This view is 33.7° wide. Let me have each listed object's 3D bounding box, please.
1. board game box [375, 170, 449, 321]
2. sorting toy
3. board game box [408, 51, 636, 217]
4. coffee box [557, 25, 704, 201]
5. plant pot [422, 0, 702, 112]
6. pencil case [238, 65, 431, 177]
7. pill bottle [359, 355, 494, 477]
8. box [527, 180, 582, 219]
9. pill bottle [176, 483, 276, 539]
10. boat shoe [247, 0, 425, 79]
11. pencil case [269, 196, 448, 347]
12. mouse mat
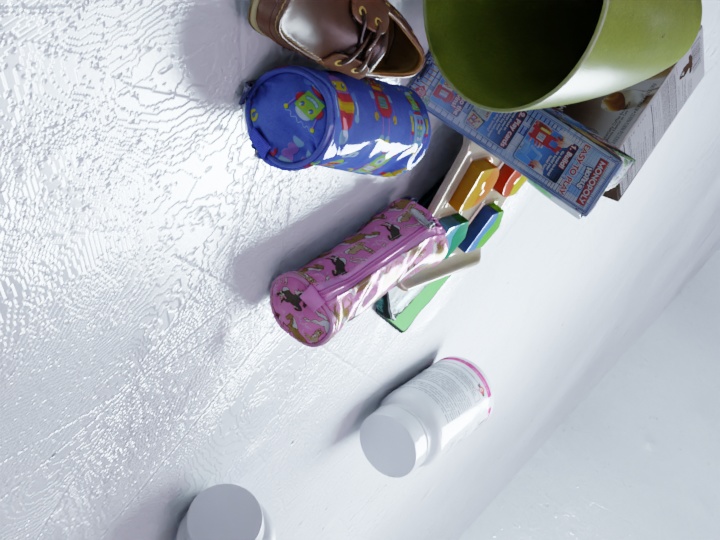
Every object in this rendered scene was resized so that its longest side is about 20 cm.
[{"bbox_3d":[0.088,-0.046,1.343,0.200,0.028,0.136,-44,156,-19],"label":"board game box"},{"bbox_3d":[0.128,-0.074,1.296,0.185,0.036,0.201,-18,139,-53],"label":"sorting toy"},{"bbox_3d":[0.172,-0.121,1.117,0.200,0.200,0.062,9,117,-57],"label":"board game box"},{"bbox_3d":[0.274,-0.186,1.279,0.200,0.114,0.080,-52,146,-22],"label":"coffee box"},{"bbox_3d":[0.186,-0.219,0.967,0.199,0.187,0.188,-3,131,-42],"label":"plant pot"},{"bbox_3d":[-0.016,-0.113,0.937,0.087,0.078,0.200,-33,169,24],"label":"pencil case"},{"bbox_3d":[0.093,0.206,1.673,0.200,0.113,0.114,-27,149,-49],"label":"pill bottle"},{"bbox_3d":[0.303,-0.188,1.454,0.177,0.097,0.200,-46,164,-20],"label":"box"},{"bbox_3d":[-0.150,0.318,1.332,0.112,0.112,0.200,-41,157,-26],"label":"pill bottle"},{"bbox_3d":[-0.009,-0.178,0.857,0.072,0.067,0.200,-57,159,15],"label":"boat shoe"},{"bbox_3d":[0.000,0.000,1.162,0.200,0.083,0.087,-34,140,-39],"label":"pencil case"},{"bbox_3d":[0.096,-0.013,1.461,0.200,0.008,0.161,-51,160,-1],"label":"mouse mat"}]
